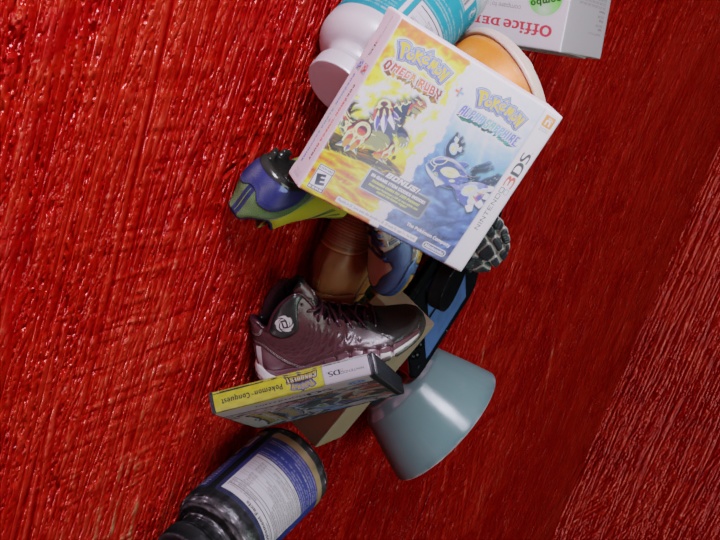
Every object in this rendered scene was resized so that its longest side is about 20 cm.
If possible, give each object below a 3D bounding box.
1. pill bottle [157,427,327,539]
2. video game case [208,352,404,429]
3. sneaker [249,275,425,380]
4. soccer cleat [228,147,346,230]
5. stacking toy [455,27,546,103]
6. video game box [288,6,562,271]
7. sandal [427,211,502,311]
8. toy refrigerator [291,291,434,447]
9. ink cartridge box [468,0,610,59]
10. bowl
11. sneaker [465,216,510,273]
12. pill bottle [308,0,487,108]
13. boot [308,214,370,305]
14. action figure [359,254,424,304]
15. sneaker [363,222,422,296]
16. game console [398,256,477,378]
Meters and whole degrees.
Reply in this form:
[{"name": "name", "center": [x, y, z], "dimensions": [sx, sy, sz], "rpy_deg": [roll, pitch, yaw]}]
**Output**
[{"name": "pill bottle", "center": [-0.136, 0.275, 1.393], "dimensions": [0.200, 0.111, 0.113], "rpy_deg": [-39, 147, -44]}, {"name": "video game case", "center": [-0.053, 0.136, 1.341], "dimensions": [0.200, 0.179, 0.026], "rpy_deg": [50, 26, -74]}, {"name": "sneaker", "center": [-0.029, 0.049, 1.336], "dimensions": [0.198, 0.076, 0.116], "rpy_deg": [-18, 119, -8]}, {"name": "soccer cleat", "center": [-0.071, -0.075, 1.237], "dimensions": [0.084, 0.065, 0.200], "rpy_deg": [-43, 164, 14]}, {"name": "stacking toy", "center": [0.074, -0.144, 1.218], "dimensions": [0.199, 0.146, 0.147], "rpy_deg": [-27, 144, -21]}, {"name": "video game box", "center": [0.063, -0.118, 1.147], "dimensions": [0.199, 0.047, 0.183], "rpy_deg": [26, 103, -26]}, {"name": "sandal", "center": [0.148, -0.038, 1.574], "dimensions": [0.201, 0.043, 0.076], "rpy_deg": [-68, 158, 0]}, {"name": "toy refrigerator", "center": [-0.005, 0.118, 1.501], "dimensions": [0.200, 0.070, 0.076], "rpy_deg": [-52, 162, 21]}, {"name": "ink cartridge box", "center": [0.194, -0.344, 1.336], "dimensions": [0.146, 0.146, 0.202], "rpy_deg": [-12, 114, -62]}, {"name": "bowl", "center": [0.084, 0.186, 1.723], "dimensions": [0.201, 0.105, 0.201], "rpy_deg": [-46, -171, 9]}, {"name": "sneaker", "center": [0.116, -0.079, 1.493], "dimensions": [0.077, 0.080, 0.200], "rpy_deg": [-35, 119, 13]}, {"name": "pill bottle", "center": [0.033, -0.239, 1.199], "dimensions": [0.200, 0.110, 0.111], "rpy_deg": [-50, 154, -28]}, {"name": "boot", "center": [0.000, 0.000, 1.445], "dimensions": [0.199, 0.073, 0.156], "rpy_deg": [8, 108, -56]}, {"name": "action figure", "center": [0.034, 0.030, 1.571], "dimensions": [0.200, 0.054, 0.119], "rpy_deg": [-7, 118, -62]}, {"name": "sneaker", "center": [0.023, -0.066, 1.317], "dimensions": [0.088, 0.075, 0.202], "rpy_deg": [-7, 116, -36]}, {"name": "game console", "center": [0.106, 0.031, 1.627], "dimensions": [0.200, 0.031, 0.177], "rpy_deg": [-55, 159, -30]}]
